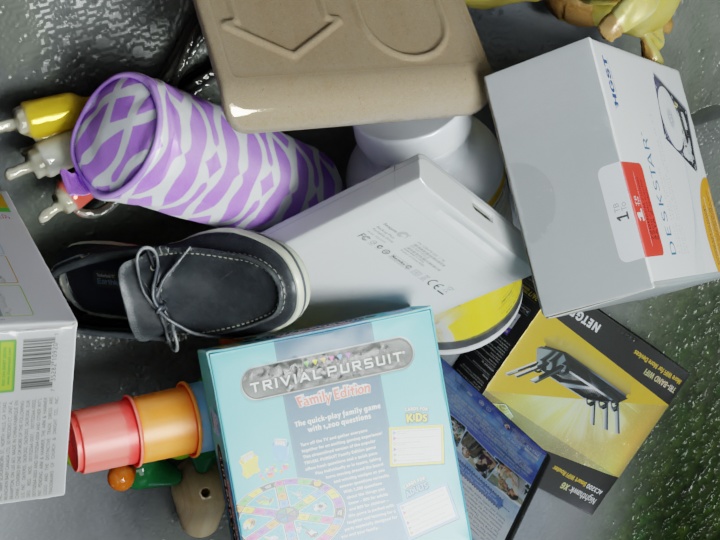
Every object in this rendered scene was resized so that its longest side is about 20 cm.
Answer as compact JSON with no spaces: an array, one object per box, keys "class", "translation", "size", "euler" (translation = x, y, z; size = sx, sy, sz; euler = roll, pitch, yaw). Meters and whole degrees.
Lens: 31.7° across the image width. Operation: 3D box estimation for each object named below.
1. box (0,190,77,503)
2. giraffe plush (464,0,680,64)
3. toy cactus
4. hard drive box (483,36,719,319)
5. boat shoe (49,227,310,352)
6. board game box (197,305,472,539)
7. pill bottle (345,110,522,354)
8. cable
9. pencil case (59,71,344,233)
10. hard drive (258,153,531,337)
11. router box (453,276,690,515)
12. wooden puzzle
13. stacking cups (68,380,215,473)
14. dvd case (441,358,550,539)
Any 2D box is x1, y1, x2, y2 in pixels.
[{"class":"box","translation":[-0.241,0.038,0.745],"size":[0.100,0.200,0.114],"euler":[-2,116,-27]},{"class":"giraffe plush","translation":[0.170,-0.226,0.891],"size":[0.174,0.199,0.162],"euler":[-63,155,4]},{"class":"toy cactus","translation":[-0.123,0.130,0.937],"size":[0.198,0.103,0.166],"euler":[-16,138,-25]},{"class":"hard drive box","translation":[0.170,-0.058,0.847],"size":[0.199,0.076,0.158],"euler":[-6,81,-60]},{"class":"boat shoe","translation":[-0.123,0.014,0.808],"size":[0.062,0.197,0.076],"euler":[-39,126,-57]},{"class":"board game box","translation":[-0.012,0.136,0.812],"size":[0.149,0.047,0.203],"euler":[-10,90,-15]},{"class":"pill bottle","translation":[0.051,-0.043,0.901],"size":[0.111,0.112,0.201],"euler":[-30,136,-13]},{"class":"cable","translation":[-0.138,-0.100,0.827],"size":[0.199,0.050,0.098],"euler":[-31,120,-12]},{"class":"pencil case","translation":[-0.095,-0.063,0.827],"size":[0.085,0.085,0.199],"euler":[-40,147,22]},{"class":"hard drive","translation":[0.000,0.000,0.837],"size":[0.199,0.027,0.131],"euler":[-25,140,32]},{"class":"router box","translation":[0.173,0.106,1.097],"size":[0.199,0.052,0.158],"euler":[30,97,-35]},{"class":"wooden puzzle","translation":[-0.026,-0.181,0.806],"size":[0.183,0.203,0.046],"euler":[-8,161,-25]},{"class":"stacking cups","translation":[-0.095,0.090,0.842],"size":[0.198,0.060,0.061],"euler":[-6,116,-27]},{"class":"dvd case","translation":[0.060,0.149,0.939],"size":[0.142,0.200,0.018],"euler":[42,125,1]}]
